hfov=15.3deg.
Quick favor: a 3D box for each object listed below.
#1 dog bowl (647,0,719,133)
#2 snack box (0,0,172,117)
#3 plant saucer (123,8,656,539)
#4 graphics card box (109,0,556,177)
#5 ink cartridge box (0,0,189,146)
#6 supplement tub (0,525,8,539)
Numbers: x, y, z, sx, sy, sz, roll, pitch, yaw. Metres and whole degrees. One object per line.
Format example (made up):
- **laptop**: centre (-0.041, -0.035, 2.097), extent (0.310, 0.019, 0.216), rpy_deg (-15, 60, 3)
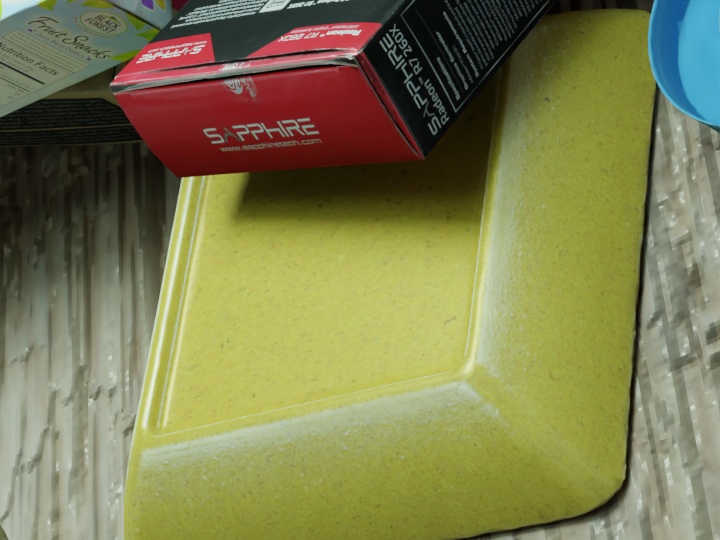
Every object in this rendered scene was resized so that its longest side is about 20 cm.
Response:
- **dog bowl**: centre (0.183, -0.072, 0.829), extent (0.200, 0.050, 0.112), rpy_deg (14, 70, 44)
- **snack box**: centre (-0.175, -0.135, 1.022), extent (0.200, 0.068, 0.169), rpy_deg (-21, 66, 29)
- **plant saucer**: centre (0.000, 0.000, 0.928), extent (0.200, 0.048, 0.200), rpy_deg (-14, 51, 32)
- **graphics card box**: centre (0.018, -0.113, 0.942), extent (0.125, 0.051, 0.200), rpy_deg (-3, 39, 45)
- **ink cartridge box**: centre (-0.127, -0.154, 1.083), extent (0.165, 0.075, 0.200), rpy_deg (1, 76, 32)
- **supplement tub**: centre (-0.212, 0.163, 0.910), extent (0.145, 0.145, 0.200), rpy_deg (-6, 57, 37)
